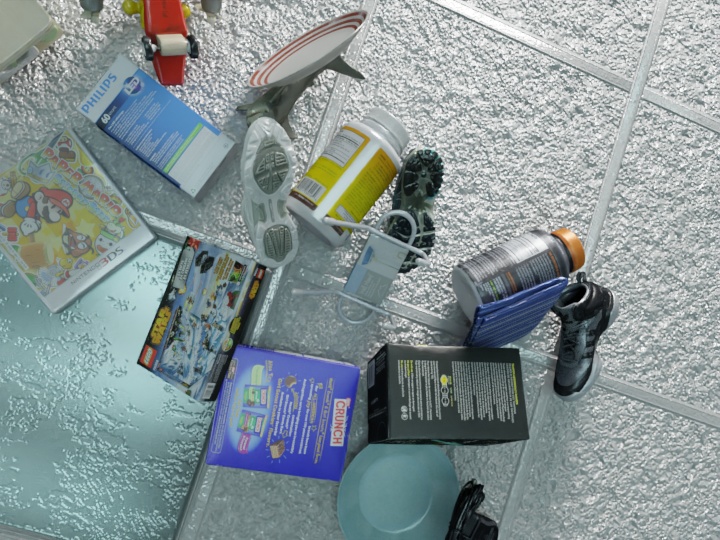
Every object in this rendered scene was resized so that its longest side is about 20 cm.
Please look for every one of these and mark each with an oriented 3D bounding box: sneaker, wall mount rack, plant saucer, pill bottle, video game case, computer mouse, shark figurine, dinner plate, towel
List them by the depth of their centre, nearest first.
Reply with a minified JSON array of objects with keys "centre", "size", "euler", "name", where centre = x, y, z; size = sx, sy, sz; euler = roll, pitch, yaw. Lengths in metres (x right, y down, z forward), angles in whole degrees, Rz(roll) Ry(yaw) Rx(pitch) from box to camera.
[{"centre":[-0.140,-0.110,0.715],"size":[0.077,0.099,0.203],"euler":[-10,114,-31],"name":"sneaker"},{"centre":[-0.073,-0.309,0.731],"size":[0.199,0.200,0.024],"euler":[-38,123,-7],"name":"dinner plate"},{"centre":[-0.431,-0.072,0.744],"size":[0.181,0.023,0.201],"euler":[-38,95,-8],"name":"video game case"},{"centre":[0.000,0.000,0.752],"size":[0.172,0.075,0.202],"euler":[22,110,-13],"name":"wall mount rack"},{"centre":[-0.014,-0.142,0.769],"size":[0.109,0.109,0.201],"euler":[39,84,-7],"name":"pill bottle"},{"centre":[0.219,0.078,0.772],"size":[0.143,0.201,0.024],"euler":[-20,64,-9],"name":"towel"},{"centre":[0.160,0.403,0.785],"size":[0.140,0.052,0.201],"euler":[-59,141,-20],"name":"computer mouse"},{"centre":[-0.101,-0.254,0.787],"size":[0.215,0.127,0.090],"euler":[-46,123,-24],"name":"shark figurine"},{"centre":[0.082,-0.094,0.804],"size":[0.076,0.087,0.203],"euler":[12,111,-8],"name":"sneaker"},{"centre":[0.058,0.357,0.813],"size":[0.197,0.039,0.205],"euler":[0,90,-9],"name":"plant saucer"},{"centre":[0.253,0.003,0.813],"size":[0.198,0.106,0.108],"euler":[-24,93,-8],"name":"pill bottle"},{"centre":[0.340,0.102,0.828],"size":[0.113,0.075,0.202],"euler":[31,78,-30],"name":"sneaker"}]

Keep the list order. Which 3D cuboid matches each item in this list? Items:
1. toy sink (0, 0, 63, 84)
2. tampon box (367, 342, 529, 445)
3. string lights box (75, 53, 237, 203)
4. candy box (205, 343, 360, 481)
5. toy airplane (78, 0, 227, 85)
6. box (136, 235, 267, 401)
[{"centre":[-0.502,-0.342,0.691],"size":[0.130,0.112,0.200],"euler":[-43,91,-7],"name":"toy sink"},{"centre":[0.119,0.187,0.753],"size":[0.197,0.150,0.128],"euler":[4,68,-10],"name":"tampon box"},{"centre":[-0.291,-0.203,0.750],"size":[0.199,0.059,0.103],"euler":[38,83,-7],"name":"string lights box"},{"centre":[-0.112,0.209,0.767],"size":[0.197,0.077,0.172],"euler":[12,86,-8],"name":"candy box"},{"centre":[-0.286,-0.392,0.710],"size":[0.199,0.141,0.200],"euler":[37,87,-34],"name":"toy airplane"},{"centre":[-0.228,0.065,0.732],"size":[0.135,0.040,0.203],"euler":[19,86,28],"name":"box"}]
